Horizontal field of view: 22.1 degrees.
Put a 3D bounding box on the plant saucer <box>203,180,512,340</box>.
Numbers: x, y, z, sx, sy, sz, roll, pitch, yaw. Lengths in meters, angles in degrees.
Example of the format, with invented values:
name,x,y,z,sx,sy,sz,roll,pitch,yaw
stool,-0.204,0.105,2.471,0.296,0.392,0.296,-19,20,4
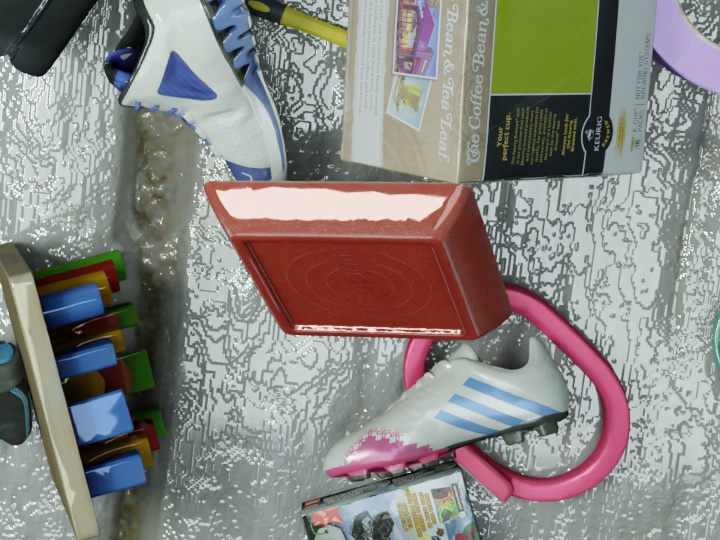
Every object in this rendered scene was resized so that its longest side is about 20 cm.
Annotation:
name,x,y,z,sx,sy,sz,roll,pitch,yaw
plant saucer,0.000,0.000,1.371,0.199,0.200,0.037,2,61,16

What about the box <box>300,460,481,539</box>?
name,x,y,z,sx,sy,sz,roll,pitch,yaw
box,0.043,0.269,1.511,0.136,0.040,0.201,-15,100,2

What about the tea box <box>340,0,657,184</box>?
name,x,y,z,sx,sy,sz,roll,pitch,yaw
tea box,0.103,-0.172,1.338,0.196,0.133,0.201,-4,103,-41

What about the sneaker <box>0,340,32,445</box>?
name,x,y,z,sx,sy,sz,roll,pitch,yaw
sneaker,-0.356,0.115,1.460,0.199,0.073,0.082,-9,113,15

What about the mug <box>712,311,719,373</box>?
name,x,y,z,sx,sy,sz,roll,pitch,yaw
mug,0.366,0.107,1.437,0.152,0.185,0.115,19,104,-28

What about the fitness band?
name,x,y,z,sx,sy,sz,roll,pitch,yaw
fitness band,0.125,0.100,1.484,0.200,0.037,0.144,44,95,-8

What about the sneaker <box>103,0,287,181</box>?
name,x,y,z,sx,sy,sz,roll,pitch,yaw
sneaker,-0.129,-0.139,1.386,0.115,0.081,0.200,-17,127,-3

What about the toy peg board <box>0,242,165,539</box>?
name,x,y,z,sx,sy,sz,roll,pitch,yaw
toy peg board,-0.204,0.076,1.407,0.098,0.199,0.201,-16,101,-13

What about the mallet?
name,x,y,z,sx,sy,sz,roll,pitch,yaw
mallet,-0.049,-0.205,1.428,0.200,0.041,0.066,28,101,-1

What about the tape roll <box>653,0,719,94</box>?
name,x,y,z,sx,sy,sz,roll,pitch,yaw
tape roll,0.299,-0.233,1.405,0.199,0.066,0.201,0,100,1

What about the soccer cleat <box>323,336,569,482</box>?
name,x,y,z,sx,sy,sz,roll,pitch,yaw
soccer cleat,0.062,0.107,1.438,0.199,0.070,0.087,-15,83,-2

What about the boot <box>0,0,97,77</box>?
name,x,y,z,sx,sy,sz,roll,pitch,yaw
boot,-0.184,-0.222,1.352,0.165,0.066,0.200,30,102,-37
